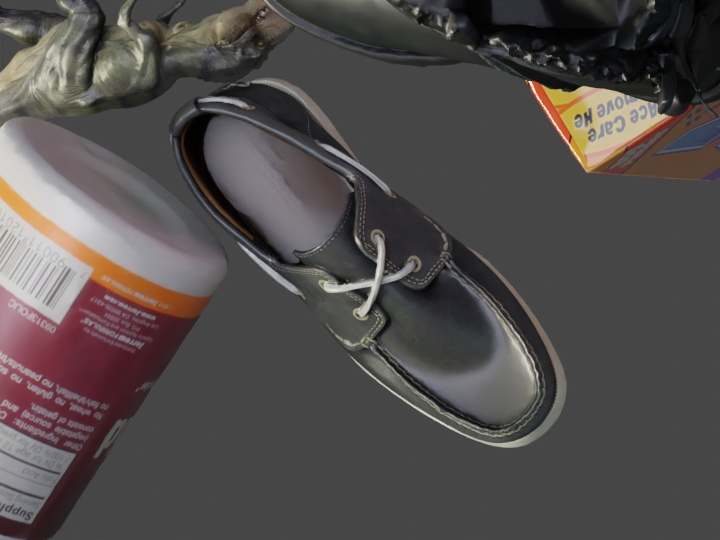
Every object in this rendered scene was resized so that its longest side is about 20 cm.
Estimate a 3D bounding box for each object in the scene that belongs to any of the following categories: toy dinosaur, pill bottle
[{"bbox_3d":[-0.129,-0.100,1.293,0.199,0.047,0.089,-18,91,22],"label":"toy dinosaur"},{"bbox_3d":[-0.153,0.047,1.262,0.114,0.114,0.200,38,102,15],"label":"pill bottle"}]

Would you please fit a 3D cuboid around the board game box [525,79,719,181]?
[{"bbox_3d":[0.139,-0.170,1.115,0.199,0.200,0.200,-33,81,17],"label":"board game box"}]

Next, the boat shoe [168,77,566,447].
[{"bbox_3d":[0.000,0.000,1.235,0.200,0.068,0.072,45,103,12],"label":"boat shoe"}]

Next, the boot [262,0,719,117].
[{"bbox_3d":[0.033,-0.097,0.961,0.197,0.162,0.074,16,95,17],"label":"boot"}]
